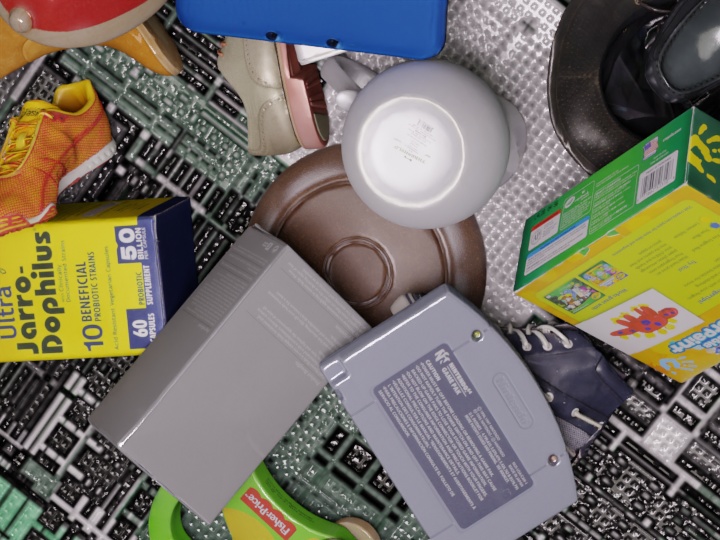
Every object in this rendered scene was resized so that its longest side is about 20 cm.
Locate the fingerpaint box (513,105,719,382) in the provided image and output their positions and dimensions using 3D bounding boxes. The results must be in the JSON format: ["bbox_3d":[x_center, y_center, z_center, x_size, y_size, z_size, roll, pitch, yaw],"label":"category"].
[{"bbox_3d":[0.237,-0.014,1.560,0.166,0.074,0.200,27,145,-21],"label":"fingerpaint box"}]

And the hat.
[{"bbox_3d":[0.226,-0.151,1.614,0.199,0.081,0.203,-1,96,-8],"label":"hat"}]

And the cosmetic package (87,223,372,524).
[{"bbox_3d":[-0.099,0.078,1.634,0.200,0.090,0.107,-47,117,-6],"label":"cosmetic package"}]

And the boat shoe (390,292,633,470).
[{"bbox_3d":[0.121,0.062,1.666,0.200,0.075,0.093,40,99,-20],"label":"boat shoe"}]

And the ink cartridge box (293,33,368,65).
[{"bbox_3d":[-0.023,-0.265,1.608,0.083,0.146,0.202,-14,97,11],"label":"ink cartridge box"}]

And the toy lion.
[{"bbox_3d":[-0.094,0.247,1.752,0.200,0.069,0.192,43,112,1],"label":"toy lion"}]

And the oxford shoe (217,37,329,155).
[{"bbox_3d":[-0.084,-0.185,1.674,0.073,0.071,0.202,-13,97,15],"label":"oxford shoe"}]

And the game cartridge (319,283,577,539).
[{"bbox_3d":[0.074,0.115,1.619,0.132,0.041,0.201,-30,108,6],"label":"game cartridge"}]

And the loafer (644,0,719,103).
[{"bbox_3d":[0.285,-0.197,1.541,0.200,0.070,0.068,-42,97,-7],"label":"loafer"}]

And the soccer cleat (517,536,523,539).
[{"bbox_3d":[0.059,0.267,1.679,0.199,0.065,0.085,-12,87,-29],"label":"soccer cleat"}]

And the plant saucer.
[{"bbox_3d":[0.000,0.000,1.710,0.198,0.032,0.202,2,99,11],"label":"plant saucer"}]

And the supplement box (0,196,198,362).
[{"bbox_3d":[-0.238,0.008,1.715,0.198,0.110,0.110,-4,99,12],"label":"supplement box"}]

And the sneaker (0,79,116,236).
[{"bbox_3d":[-0.256,-0.084,1.658,0.072,0.200,0.078,-11,115,23],"label":"sneaker"}]

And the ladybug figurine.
[{"bbox_3d":[-0.201,-0.248,1.625,0.135,0.201,0.072,29,143,4],"label":"ladybug figurine"}]

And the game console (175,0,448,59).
[{"bbox_3d":[-0.027,-0.260,1.526,0.198,0.118,0.172,8,69,6],"label":"game console"}]

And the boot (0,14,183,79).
[{"bbox_3d":[-0.247,-0.187,1.700,0.144,0.071,0.201,-43,78,8],"label":"boot"}]

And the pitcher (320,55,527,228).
[{"bbox_3d":[0.033,-0.108,1.598,0.170,0.200,0.122,26,103,7],"label":"pitcher"}]
